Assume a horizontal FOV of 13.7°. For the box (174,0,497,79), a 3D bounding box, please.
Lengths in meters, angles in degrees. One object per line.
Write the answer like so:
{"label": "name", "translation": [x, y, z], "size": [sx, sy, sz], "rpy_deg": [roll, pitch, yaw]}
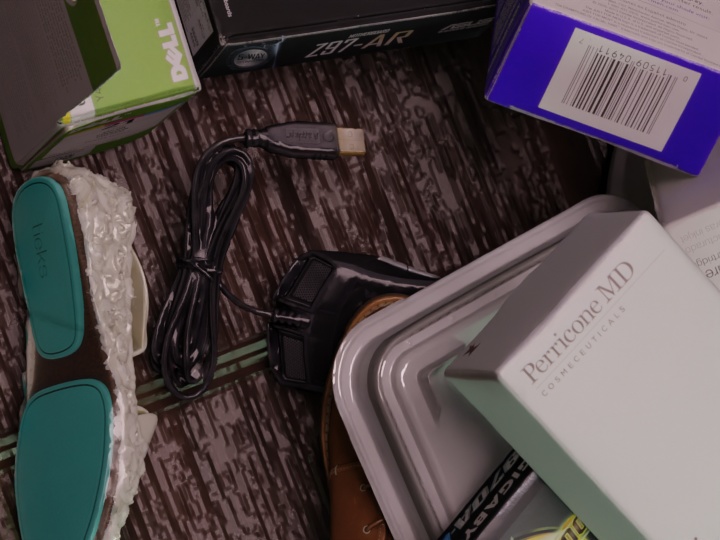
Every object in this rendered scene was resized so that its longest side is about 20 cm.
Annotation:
{"label": "box", "translation": [-0.030, -0.202, 1.456], "size": [0.159, 0.044, 0.201], "rpy_deg": [-10, 75, -25]}

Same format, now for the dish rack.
{"label": "dish rack", "translation": [0.097, 0.070, 1.412], "size": [0.199, 0.043, 0.172], "rpy_deg": [-29, 99, -29]}

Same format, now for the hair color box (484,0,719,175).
{"label": "hair color box", "translation": [0.125, -0.140, 1.422], "size": [0.109, 0.065, 0.201], "rpy_deg": [20, 39, -7]}

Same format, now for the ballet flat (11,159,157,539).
{"label": "ballet flat", "translation": [-0.123, 0.048, 1.412], "size": [0.071, 0.072, 0.201], "rpy_deg": [1, 82, -20]}

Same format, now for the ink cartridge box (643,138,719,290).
{"label": "ink cartridge box", "translation": [0.231, 0.027, 1.400], "size": [0.128, 0.125, 0.201], "rpy_deg": [-23, 104, 8]}

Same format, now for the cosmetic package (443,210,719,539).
{"label": "cosmetic package", "translation": [0.144, 0.079, 1.299], "size": [0.200, 0.071, 0.101], "rpy_deg": [46, 77, -12]}

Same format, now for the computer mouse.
{"label": "computer mouse", "translation": [0.000, 0.000, 1.464], "size": [0.199, 0.046, 0.141], "rpy_deg": [7, 96, -10]}

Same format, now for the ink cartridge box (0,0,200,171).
{"label": "ink cartridge box", "translation": [-0.126, -0.142, 1.369], "size": [0.075, 0.200, 0.149], "rpy_deg": [-16, 86, -22]}

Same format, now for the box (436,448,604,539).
{"label": "box", "translation": [0.076, 0.198, 1.348], "size": [0.159, 0.046, 0.200], "rpy_deg": [42, 85, -13]}

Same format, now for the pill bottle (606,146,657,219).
{"label": "pill bottle", "translation": [0.236, -0.035, 1.526], "size": [0.199, 0.116, 0.116], "rpy_deg": [17, 75, -17]}

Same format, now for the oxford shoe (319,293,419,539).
{"label": "oxford shoe", "translation": [0.016, 0.112, 1.422], "size": [0.071, 0.071, 0.201], "rpy_deg": [3, 90, -7]}
